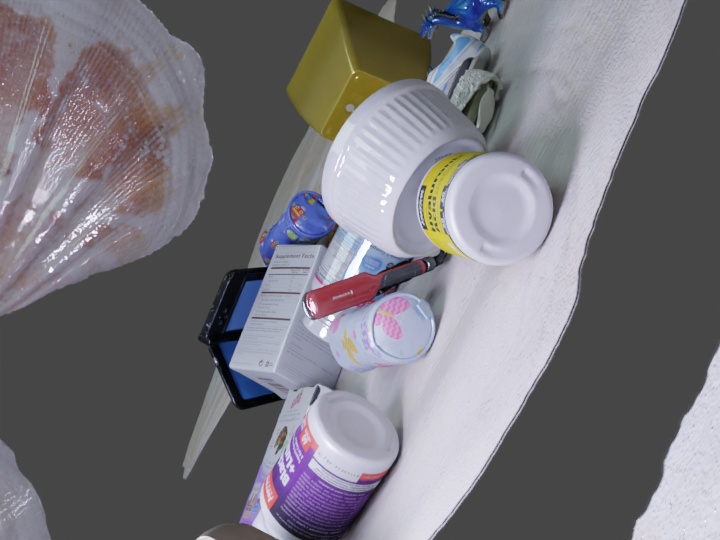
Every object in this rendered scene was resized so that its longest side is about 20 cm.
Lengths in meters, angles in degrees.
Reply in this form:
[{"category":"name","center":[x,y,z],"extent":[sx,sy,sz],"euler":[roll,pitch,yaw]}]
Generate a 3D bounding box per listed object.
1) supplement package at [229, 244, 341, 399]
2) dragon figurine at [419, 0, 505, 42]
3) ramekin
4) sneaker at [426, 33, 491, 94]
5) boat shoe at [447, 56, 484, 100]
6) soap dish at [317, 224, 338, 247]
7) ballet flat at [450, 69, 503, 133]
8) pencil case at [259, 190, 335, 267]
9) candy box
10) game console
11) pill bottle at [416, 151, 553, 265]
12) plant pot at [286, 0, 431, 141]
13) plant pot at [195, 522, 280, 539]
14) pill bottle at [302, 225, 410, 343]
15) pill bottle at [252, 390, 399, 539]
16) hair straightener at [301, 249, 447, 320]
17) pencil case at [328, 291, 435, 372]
[{"category":"supplement package","center":[-0.086,0.077,1.830],"extent":[0.116,0.116,0.202],"euler":[0,63,50]},{"category":"dragon figurine","center":[0.159,-0.393,1.809],"extent":[0.200,0.098,0.059],"euler":[-51,18,51]},{"category":"ramekin","center":[0.061,-0.111,1.466],"extent":[0.105,0.199,0.202],"euler":[39,109,35]},{"category":"sneaker","center":[0.110,-0.237,1.750],"extent":[0.202,0.072,0.072],"euler":[-59,-27,6]},{"category":"boat shoe","center":[0.108,-0.198,1.678],"extent":[0.073,0.062,0.203],"euler":[28,-97,-65]},{"category":"soap dish","center":[-0.069,-0.003,2.085],"extent":[0.200,0.080,0.159],"euler":[-46,23,60]},{"category":"ballet flat","center":[0.127,-0.170,1.597],"extent":[0.203,0.071,0.072],"euler":[-68,12,-10]},{"category":"pencil case","center":[-0.100,-0.061,1.956],"extent":[0.087,0.078,0.200],"euler":[-50,4,-24]},{"category":"candy box","center":[-0.081,0.257,1.641],"extent":[0.203,0.071,0.168],"euler":[-69,12,-13]},{"category":"game console","center":[-0.143,0.097,1.908],"extent":[0.199,0.116,0.178],"euler":[-5,-57,-63]},{"category":"pill bottle","center":[0.120,-0.067,1.305],"extent":[0.113,0.110,0.200],"euler":[-65,11,0]},{"category":"plant pot","center":[0.007,-0.304,2.123],"extent":[0.201,0.198,0.178],"euler":[-58,25,30]},{"category":"plant pot","center":[-0.100,0.368,1.258],"extent":[0.202,0.198,0.177],"euler":[-64,-1,7]},{"category":"pill bottle","center":[0.000,0.000,1.706],"extent":[0.202,0.108,0.109],"euler":[-63,12,12]},{"category":"pill bottle","center":[-0.047,0.244,1.418],"extent":[0.201,0.110,0.112],"euler":[-59,13,29]},{"category":"hair straightener","center":[0.019,0.009,1.513],"extent":[0.198,0.041,0.077],"euler":[-25,1,-15]},{"category":"pencil case","center":[0.024,0.076,1.513],"extent":[0.090,0.084,0.200],"euler":[-23,0,-16]}]
